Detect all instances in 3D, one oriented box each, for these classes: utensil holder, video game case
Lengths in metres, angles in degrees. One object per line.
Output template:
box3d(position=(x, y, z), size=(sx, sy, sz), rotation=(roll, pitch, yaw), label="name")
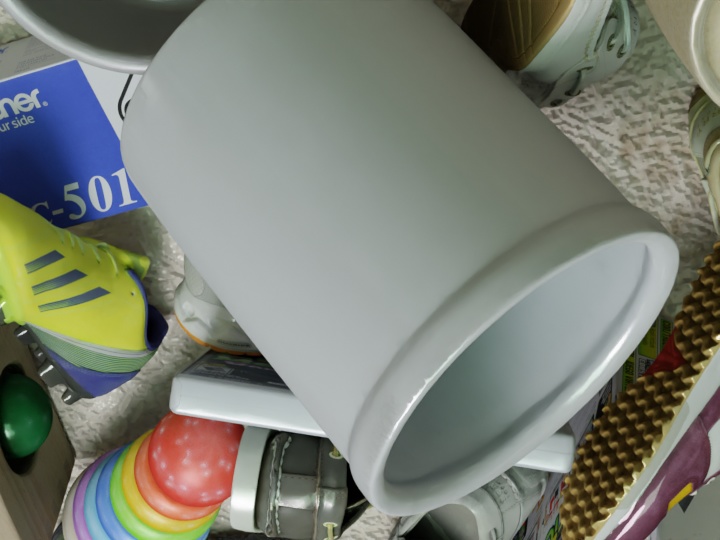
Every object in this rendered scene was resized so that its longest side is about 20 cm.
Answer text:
box3d(position=(0.012, -0.023, 0.937), size=(0.200, 0.169, 0.170), rotation=(49, 132, 23), label="utensil holder")
box3d(position=(0.010, 0.068, 1.115), size=(0.198, 0.182, 0.024), rotation=(8, 93, 2), label="video game case")

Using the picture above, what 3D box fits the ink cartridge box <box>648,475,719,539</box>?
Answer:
box3d(position=(0.226, 0.177, 1.138), size=(0.145, 0.201, 0.083), rotation=(3, 129, 6), label="ink cartridge box")

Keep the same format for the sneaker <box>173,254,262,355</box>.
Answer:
box3d(position=(0.000, 0.000, 1.119), size=(0.198, 0.076, 0.093), rotation=(5, 122, 2), label="sneaker")

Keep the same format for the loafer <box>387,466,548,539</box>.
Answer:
box3d(position=(0.043, 0.165, 1.225), size=(0.070, 0.070, 0.201), rotation=(38, 138, 13), label="loafer")

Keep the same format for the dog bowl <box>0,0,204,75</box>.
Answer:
box3d(position=(-0.099, -0.181, 0.969), size=(0.198, 0.059, 0.202), rotation=(5, 116, 10), label="dog bowl")

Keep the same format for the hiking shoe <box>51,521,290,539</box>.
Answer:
box3d(position=(-0.098, 0.212, 1.281), size=(0.198, 0.101, 0.076), rotation=(8, 133, 4), label="hiking shoe")

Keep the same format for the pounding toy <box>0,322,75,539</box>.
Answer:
box3d(position=(-0.252, 0.094, 1.186), size=(0.198, 0.143, 0.185), rotation=(-6, 128, 14), label="pounding toy")

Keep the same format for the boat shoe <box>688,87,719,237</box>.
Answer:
box3d(position=(0.221, -0.006, 1.082), size=(0.073, 0.063, 0.201), rotation=(-16, 124, 20), label="boat shoe")

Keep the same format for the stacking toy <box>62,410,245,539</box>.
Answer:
box3d(position=(-0.108, 0.118, 1.171), size=(0.085, 0.086, 0.200), rotation=(22, 156, -9), label="stacking toy")

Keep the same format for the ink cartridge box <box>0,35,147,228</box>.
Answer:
box3d(position=(-0.110, -0.084, 1.085), size=(0.198, 0.044, 0.094), rotation=(-14, 123, 19), label="ink cartridge box")

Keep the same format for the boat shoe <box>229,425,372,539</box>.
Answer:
box3d(position=(-0.020, 0.112, 1.142), size=(0.060, 0.202, 0.073), rotation=(7, 90, 10), label="boat shoe")

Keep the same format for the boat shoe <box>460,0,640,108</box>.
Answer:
box3d(position=(0.094, -0.118, 0.972), size=(0.069, 0.071, 0.200), rotation=(1, 171, -9), label="boat shoe")

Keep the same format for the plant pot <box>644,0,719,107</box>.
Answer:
box3d(position=(0.184, -0.150, 0.886), size=(0.186, 0.201, 0.188), rotation=(4, 129, 5), label="plant pot")

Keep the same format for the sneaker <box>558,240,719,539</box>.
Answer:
box3d(position=(0.178, 0.074, 1.036), size=(0.090, 0.075, 0.201), rotation=(30, 101, -19), label="sneaker")

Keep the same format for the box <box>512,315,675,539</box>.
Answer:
box3d(position=(0.120, 0.128, 1.175), size=(0.034, 0.110, 0.201), rotation=(18, 129, -6), label="box")

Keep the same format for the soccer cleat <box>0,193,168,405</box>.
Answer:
box3d(position=(-0.155, 0.002, 1.115), size=(0.083, 0.065, 0.200), rotation=(-34, 152, -6), label="soccer cleat")
